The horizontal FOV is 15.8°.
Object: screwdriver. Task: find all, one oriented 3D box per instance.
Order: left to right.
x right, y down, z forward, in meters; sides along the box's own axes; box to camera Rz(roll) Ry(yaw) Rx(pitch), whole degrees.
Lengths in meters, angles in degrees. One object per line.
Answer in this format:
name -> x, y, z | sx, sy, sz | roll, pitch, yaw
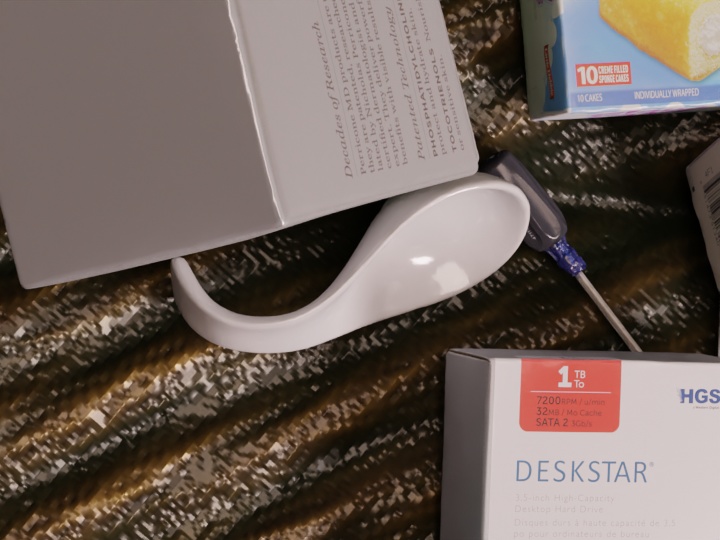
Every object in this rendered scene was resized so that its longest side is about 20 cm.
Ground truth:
screwdriver -> 0.136, 0.012, 1.470 | 0.029, 0.028, 0.200 | -39, 101, 16

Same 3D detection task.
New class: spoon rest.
spoon rest -> 0.000, 0.000, 1.407 | 0.199, 0.100, 0.061 | -16, 57, -9

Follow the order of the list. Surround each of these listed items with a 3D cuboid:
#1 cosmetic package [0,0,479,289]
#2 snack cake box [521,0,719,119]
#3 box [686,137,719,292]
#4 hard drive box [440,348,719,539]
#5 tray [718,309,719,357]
cosmetic package -> -0.071, -0.100, 1.302 | 0.200, 0.166, 0.168 | -18, 95, -58
snack cake box -> 0.193, -0.148, 1.460 | 0.199, 0.067, 0.116 | -5, 90, -15
box -> 0.292, -0.046, 1.471 | 0.199, 0.068, 0.083 | -10, 76, -18
hard drive box -> 0.126, 0.146, 1.431 | 0.155, 0.077, 0.202 | 1, 92, -15
tray -> 0.298, 0.022, 1.514 | 0.198, 0.022, 0.108 | 2, 89, -15
